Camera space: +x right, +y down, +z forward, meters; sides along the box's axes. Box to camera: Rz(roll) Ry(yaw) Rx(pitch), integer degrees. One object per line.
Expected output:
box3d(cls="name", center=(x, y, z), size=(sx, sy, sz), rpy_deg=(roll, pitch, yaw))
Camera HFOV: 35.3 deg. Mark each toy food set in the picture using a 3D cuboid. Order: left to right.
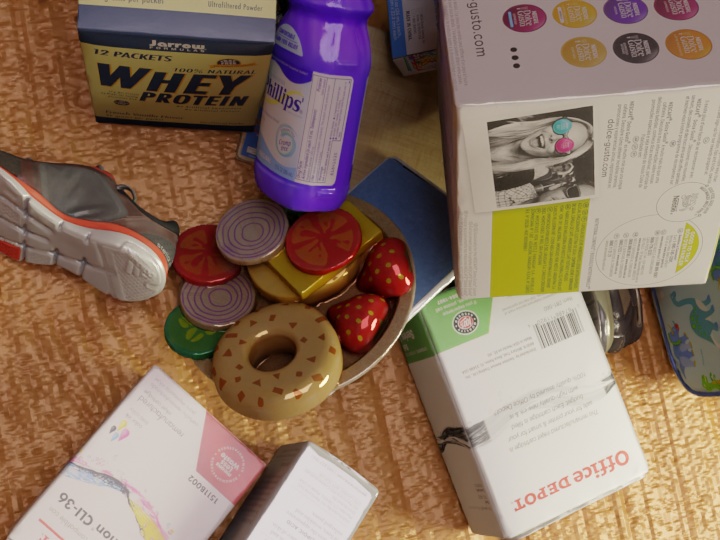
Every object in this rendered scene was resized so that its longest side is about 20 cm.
box3d(cls="toy food set", center=(-0.056, 0.012, 0.875), size=(0.199, 0.049, 0.198), rpy_deg=(-39, 57, -14))

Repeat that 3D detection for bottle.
box3d(cls="bottle", center=(-0.031, -0.148, 0.831), size=(0.064, 0.083, 0.203), rpy_deg=(-3, 115, -32))

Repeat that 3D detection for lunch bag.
box3d(cls="lunch bag", center=(0.316, 0.004, 0.977), size=(0.081, 0.160, 0.203), rpy_deg=(-13, 86, -23))

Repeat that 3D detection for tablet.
box3d(cls="tablet", center=(0.000, 0.000, 0.909), size=(0.200, 0.014, 0.130), rpy_deg=(-42, 58, -16))

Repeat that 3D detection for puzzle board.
box3d(cls="puzzle board", center=(0.003, -0.136, 0.980), size=(0.197, 0.017, 0.153), rpy_deg=(17, 77, -13))

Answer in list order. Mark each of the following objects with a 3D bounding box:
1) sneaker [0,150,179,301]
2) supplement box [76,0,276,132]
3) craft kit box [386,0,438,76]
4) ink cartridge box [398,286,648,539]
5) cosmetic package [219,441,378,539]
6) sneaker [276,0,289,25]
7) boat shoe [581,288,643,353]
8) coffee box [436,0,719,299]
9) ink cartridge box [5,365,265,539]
box3d(cls="sneaker", center=(-0.231, -0.050, 0.878), size=(0.198, 0.077, 0.082), rpy_deg=(30, 44, -6))
box3d(cls="supplement box", center=(-0.134, -0.232, 0.851), size=(0.132, 0.200, 0.203), rpy_deg=(2, 79, -9))
box3d(cls="craft kit box", center=(0.115, -0.283, 0.965), size=(0.195, 0.048, 0.203), rpy_deg=(-9, 74, 18))
box3d(cls="ink cartridge box", center=(0.130, 0.102, 0.940), size=(0.144, 0.084, 0.203), rpy_deg=(-19, 86, -19))
box3d(cls="cosmetic package", center=(-0.076, 0.230, 0.847), size=(0.074, 0.102, 0.201), rpy_deg=(35, 73, -7))
box3d(cls="sneaker", center=(-0.003, -0.267, 0.933), size=(0.200, 0.113, 0.076), rpy_deg=(-47, 109, -28))
box3d(cls="boat shoe", center=(0.208, -0.025, 1.001), size=(0.072, 0.074, 0.203), rpy_deg=(-2, 87, -29))
box3d(cls="coffee box", center=(0.159, -0.121, 0.838), size=(0.194, 0.201, 0.202), rpy_deg=(-4, 50, 3))
box3d(cls="ink cartridge box", center=(-0.179, 0.186, 0.840), size=(0.116, 0.067, 0.201), rpy_deg=(41, 72, -6))
